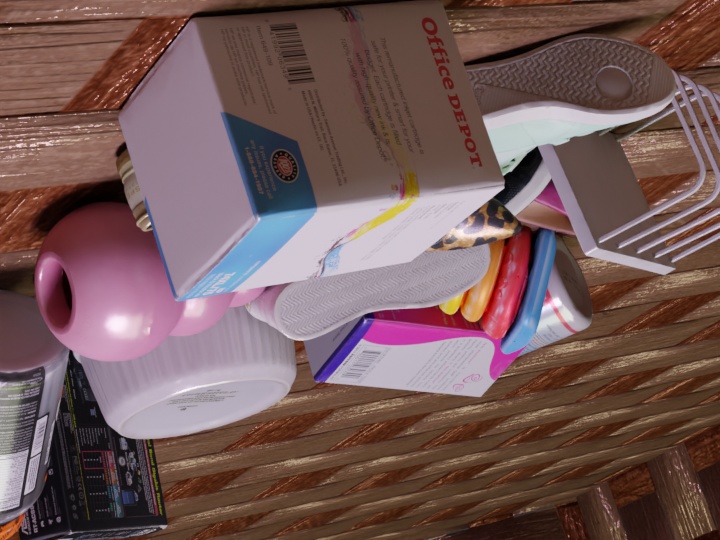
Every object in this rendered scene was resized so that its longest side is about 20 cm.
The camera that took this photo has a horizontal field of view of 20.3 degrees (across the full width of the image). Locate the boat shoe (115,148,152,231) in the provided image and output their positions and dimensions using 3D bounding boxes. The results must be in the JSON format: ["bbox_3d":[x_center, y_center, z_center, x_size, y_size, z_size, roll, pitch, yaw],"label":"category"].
[{"bbox_3d":[-0.081,-0.078,1.509,0.199,0.064,0.073,-12,164,-25],"label":"boat shoe"}]

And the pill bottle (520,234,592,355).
[{"bbox_3d":[0.138,0.046,2.146,0.199,0.109,0.109,-24,165,20],"label":"pill bottle"}]

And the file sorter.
[{"bbox_3d":[0.253,-0.092,1.733,0.124,0.140,0.200,-28,163,22],"label":"file sorter"}]

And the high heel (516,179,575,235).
[{"bbox_3d":[0.130,-0.050,1.805,0.199,0.097,0.067,-18,166,-4],"label":"high heel"}]

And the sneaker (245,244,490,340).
[{"bbox_3d":[0.000,0.000,1.681,0.199,0.074,0.115,-16,-168,-20],"label":"sneaker"}]

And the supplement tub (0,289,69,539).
[{"bbox_3d":[-0.317,0.127,1.690,0.122,0.123,0.201,-9,131,-33],"label":"supplement tub"}]

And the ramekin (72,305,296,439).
[{"bbox_3d":[-0.148,0.079,1.764,0.201,0.095,0.202,-14,164,-4],"label":"ramekin"}]

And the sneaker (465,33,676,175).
[{"bbox_3d":[0.145,-0.124,1.594,0.199,0.074,0.118,-7,158,-5],"label":"sneaker"}]

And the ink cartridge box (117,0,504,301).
[{"bbox_3d":[-0.034,-0.084,1.380,0.199,0.148,0.146,-9,162,-32],"label":"ink cartridge box"}]

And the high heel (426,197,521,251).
[{"bbox_3d":[0.018,-0.031,1.554,0.199,0.072,0.143,12,-154,11],"label":"high heel"}]

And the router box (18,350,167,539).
[{"bbox_3d":[-0.258,0.147,1.837,0.062,0.201,0.150,-17,167,28],"label":"router box"}]

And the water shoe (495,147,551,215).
[{"bbox_3d":[0.083,-0.063,1.741,0.200,0.079,0.072,-39,-166,0],"label":"water shoe"}]

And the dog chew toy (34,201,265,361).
[{"bbox_3d":[-0.155,0.000,1.591,0.199,0.125,0.124,-13,165,-36],"label":"dog chew toy"}]

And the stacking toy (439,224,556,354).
[{"bbox_3d":[0.075,-0.007,1.867,0.199,0.110,0.116,15,161,-2],"label":"stacking toy"}]

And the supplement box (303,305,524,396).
[{"bbox_3d":[0.051,0.048,1.944,0.199,0.104,0.101,9,137,-33],"label":"supplement box"}]
